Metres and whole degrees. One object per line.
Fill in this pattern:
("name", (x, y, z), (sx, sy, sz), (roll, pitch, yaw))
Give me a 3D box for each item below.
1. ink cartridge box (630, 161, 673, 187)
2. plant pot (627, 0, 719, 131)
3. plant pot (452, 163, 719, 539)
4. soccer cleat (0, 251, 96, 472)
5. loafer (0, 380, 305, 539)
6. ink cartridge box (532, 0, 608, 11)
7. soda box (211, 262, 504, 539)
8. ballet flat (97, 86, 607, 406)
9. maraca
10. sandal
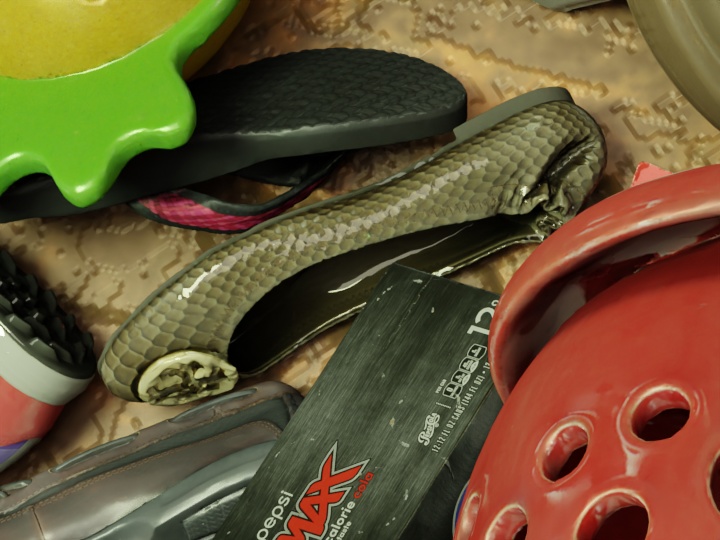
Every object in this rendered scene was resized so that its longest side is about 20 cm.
("ink cartridge box", (0.157, 0.063, 0.784), (0.200, 0.050, 0.161), (23, 83, 12))
("plant pot", (0.190, -0.128, 0.754), (0.200, 0.093, 0.201), (1, 88, -14))
("plant pot", (0.120, 0.083, 0.664), (0.200, 0.201, 0.183), (-4, 55, 10))
("soccer cleat", (-0.185, -0.006, 0.858), (0.200, 0.068, 0.073), (44, 104, 17))
("loafer", (-0.101, 0.099, 0.825), (0.200, 0.072, 0.063), (-22, 40, 4))
("ink cartridge box", (0.061, -0.213, 0.810), (0.147, 0.083, 0.200), (22, 82, -21))
("soda box", (-0.004, 0.099, 0.750), (0.071, 0.063, 0.200), (17, 65, 40))
("ballet flat", (0.000, 0.000, 0.820), (0.200, 0.067, 0.046), (-28, 70, -2))
("maraca", (-0.099, -0.103, 0.824), (0.137, 0.107, 0.200), (-5, 53, 21))
("sandal", (-0.058, -0.039, 0.840), (0.200, 0.075, 0.045), (-12, 116, 1))
